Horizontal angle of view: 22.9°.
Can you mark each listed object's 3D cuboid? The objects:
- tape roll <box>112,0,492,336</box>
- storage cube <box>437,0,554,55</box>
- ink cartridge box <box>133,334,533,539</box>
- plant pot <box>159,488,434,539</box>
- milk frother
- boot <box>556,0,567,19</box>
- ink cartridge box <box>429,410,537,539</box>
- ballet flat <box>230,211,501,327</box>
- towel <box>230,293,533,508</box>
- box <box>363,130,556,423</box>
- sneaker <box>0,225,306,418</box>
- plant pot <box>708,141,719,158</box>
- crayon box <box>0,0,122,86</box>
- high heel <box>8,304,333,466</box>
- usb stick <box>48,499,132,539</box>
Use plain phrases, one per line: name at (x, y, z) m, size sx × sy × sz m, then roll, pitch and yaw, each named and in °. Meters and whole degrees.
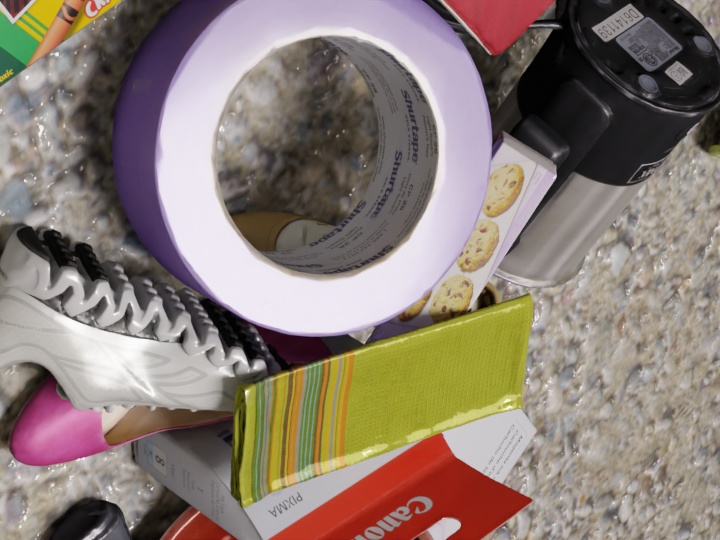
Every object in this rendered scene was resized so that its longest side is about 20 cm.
tape roll at (-0.033, -0.068, 0.997) m, size 0.199 × 0.085 × 0.201 m, roll -4°, pitch 101°, yaw -23°
storage cube at (0.054, -0.259, 0.945) m, size 0.180 × 0.200 × 0.171 m, roll -45°, pitch 144°, yaw 7°
ink cartridge box at (-0.016, 0.115, 1.096) m, size 0.160 × 0.200 × 0.047 m, roll -28°, pitch 133°, yaw -39°
plant pot at (-0.031, 0.256, 1.168) m, size 0.201 × 0.201 × 0.195 m, roll -50°, pitch 158°, yaw -18°
milk frother at (0.100, -0.116, 1.171) m, size 0.180 × 0.200 × 0.188 m, roll -14°, pitch 152°, yaw -39°
boot at (0.211, -0.234, 1.279) m, size 0.132 × 0.070 × 0.201 m, roll -25°, pitch 133°, yaw -47°
ink cartridge box at (0.056, 0.175, 1.354) m, size 0.197 × 0.043 × 0.200 m, roll -55°, pitch 141°, yaw -12°
ballet flat at (0.000, 0.000, 1.105) m, size 0.200 × 0.063 × 0.069 m, roll 16°, pitch 65°, yaw -27°
towel at (0.016, 0.075, 1.037) m, size 0.200 × 0.018 × 0.086 m, roll -16°, pitch 132°, yaw -27°
box at (0.048, 0.011, 1.063) m, size 0.200 × 0.041 × 0.039 m, roll -57°, pitch -175°, yaw 15°
sneaker at (-0.122, 0.048, 1.005) m, size 0.200 × 0.075 × 0.081 m, roll 26°, pitch 101°, yaw -24°
plant pot at (0.400, -0.170, 1.461) m, size 0.200 × 0.200 × 0.185 m, roll 4°, pitch 96°, yaw -51°
crayon box at (-0.154, -0.208, 0.856) m, size 0.200 × 0.058 × 0.173 m, roll -41°, pitch 138°, yaw -27°
high heel at (-0.106, 0.077, 1.052) m, size 0.200 × 0.096 × 0.068 m, roll -22°, pitch 127°, yaw -42°
usb stick at (-0.152, 0.224, 1.139) m, size 0.055 × 0.033 × 0.200 m, roll -42°, pitch 139°, yaw -28°
